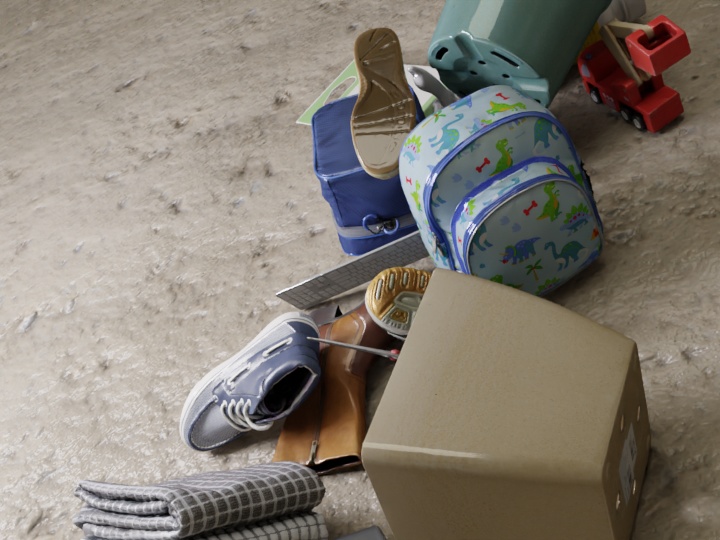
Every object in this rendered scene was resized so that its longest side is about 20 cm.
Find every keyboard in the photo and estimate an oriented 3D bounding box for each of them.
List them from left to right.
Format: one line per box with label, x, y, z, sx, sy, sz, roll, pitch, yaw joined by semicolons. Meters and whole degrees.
keyboard;0.000;0.000;1.320;0.198;0.056;0.011;-24;65;24

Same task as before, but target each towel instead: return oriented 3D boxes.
towel;-0.151;0.221;1.076;0.164;0.087;0.199;-6;-3;-45

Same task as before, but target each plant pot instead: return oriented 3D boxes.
plant pot;0.177;-0.291;1.312;0.199;0.200;0.198;10;66;42
plant pot;0.135;0.140;0.973;0.175;0.201;0.201;4;47;24

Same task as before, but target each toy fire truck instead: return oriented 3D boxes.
toy fire truck;0.299;-0.230;1.322;0.048;0.142;0.200;-33;36;-5

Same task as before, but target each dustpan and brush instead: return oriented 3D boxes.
dustpan and brush;0.113;-0.172;1.339;0.139;0.199;0.058;16;89;46

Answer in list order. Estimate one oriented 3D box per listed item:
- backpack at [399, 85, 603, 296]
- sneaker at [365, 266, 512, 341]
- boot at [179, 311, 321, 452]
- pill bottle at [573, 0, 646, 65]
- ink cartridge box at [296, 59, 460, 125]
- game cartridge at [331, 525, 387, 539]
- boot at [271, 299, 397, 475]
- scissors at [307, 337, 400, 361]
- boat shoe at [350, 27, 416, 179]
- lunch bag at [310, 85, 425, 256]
backpack;0.145;-0.071;1.194;0.182;0.201;0.147;-30;35;-1
sneaker;0.100;0.049;1.155;0.198;0.088;0.076;20;76;0
boot;-0.116;0.133;1.209;0.200;0.072;0.091;-47;23;19
pill bottle;0.248;-0.309;1.479;0.198;0.112;0.112;-27;36;6
ink cartridge box;0.029;-0.216;1.582;0.199;0.048;0.146;14;55;45
game cartridge;-0.020;0.311;1.002;0.132;0.041;0.201;-18;37;11
boot;0.001;0.105;1.204;0.186;0.069;0.201;-14;40;22
scissors;0.045;0.084;1.143;0.197;0.014;0.073;11;7;-1
boat shoe;0.027;-0.174;1.305;0.071;0.065;0.202;-9;55;6
lunch bag;0.024;-0.108;1.387;0.134;0.133;0.201;-15;36;8
